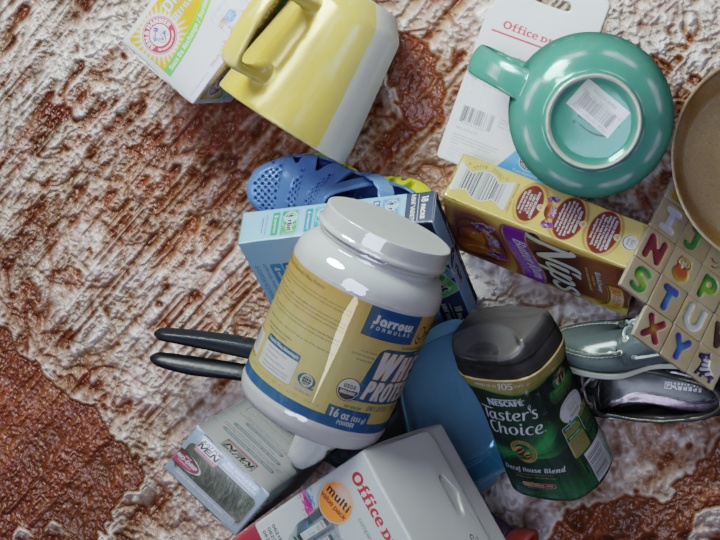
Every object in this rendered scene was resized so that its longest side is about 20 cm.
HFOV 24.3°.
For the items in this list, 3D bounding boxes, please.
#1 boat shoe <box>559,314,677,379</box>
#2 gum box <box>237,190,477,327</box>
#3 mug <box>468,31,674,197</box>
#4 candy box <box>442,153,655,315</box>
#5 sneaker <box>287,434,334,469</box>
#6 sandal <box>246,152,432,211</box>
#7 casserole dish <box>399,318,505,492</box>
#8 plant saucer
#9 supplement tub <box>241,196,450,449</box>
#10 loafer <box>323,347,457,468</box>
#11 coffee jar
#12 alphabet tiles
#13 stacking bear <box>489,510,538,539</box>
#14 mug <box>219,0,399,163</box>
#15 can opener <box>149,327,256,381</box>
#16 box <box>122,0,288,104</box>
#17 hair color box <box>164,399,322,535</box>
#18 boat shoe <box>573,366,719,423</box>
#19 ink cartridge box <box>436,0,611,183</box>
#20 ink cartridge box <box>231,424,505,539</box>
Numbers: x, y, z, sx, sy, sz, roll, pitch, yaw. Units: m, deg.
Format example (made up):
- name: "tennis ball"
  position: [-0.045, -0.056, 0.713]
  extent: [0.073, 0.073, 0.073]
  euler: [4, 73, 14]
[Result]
- name: "boat shoe"
  position: [0.280, 0.061, 1.629]
  extent: [0.200, 0.073, 0.062]
  euler: [0, 133, 10]
- name: "gum box"
  position: [0.000, 0.000, 1.671]
  extent: [0.200, 0.170, 0.045]
  euler: [-6, 50, 16]
- name: "mug"
  position: [0.198, -0.142, 1.548]
  extent: [0.185, 0.114, 0.152]
  euler: [-7, 100, 6]
- name: "candy box"
  position: [0.181, -0.034, 1.627]
  extent: [0.200, 0.117, 0.057]
  euler: [21, 70, 13]
- name: "sneaker"
  position: [-0.033, 0.100, 1.664]
  extent: [0.099, 0.078, 0.200]
  euler: [28, 94, -3]
- name: "sandal"
  position: [-0.025, -0.075, 1.703]
  extent: [0.200, 0.087, 0.080]
  euler: [7, 100, 17]
- name: "casserole dish"
  position: [0.094, 0.134, 1.675]
  extent: [0.121, 0.039, 0.200]
  euler: [-22, 115, -18]
- name: "plant saucer"
  position: [0.378, -0.101, 1.574]
  extent: [0.200, 0.035, 0.201]
  euler: [1, 87, -14]
- name: "supplement tub"
  position: [-0.012, 0.047, 1.538]
  extent: [0.145, 0.145, 0.200]
  euler: [26, 105, 12]
- name: "loafer"
  position: [0.045, 0.135, 1.726]
  extent: [0.200, 0.073, 0.072]
  euler: [-43, 122, 10]
- name: "coffee jar"
  position: [0.166, 0.126, 1.624]
  extent: [0.104, 0.085, 0.200]
  euler: [2, 128, 42]
- name: "alphabet tiles"
  position: [0.334, 0.003, 1.575]
  extent: [0.166, 0.006, 0.200]
  euler: [35, 71, -15]
- name: "stacking bear"
  position: [0.071, 0.280, 1.709]
  extent: [0.200, 0.121, 0.114]
  euler: [20, 104, 21]
- name: "mug"
  position: [-0.040, -0.208, 1.650]
  extent: [0.149, 0.187, 0.153]
  euler: [33, 96, 3]
- name: "can opener"
  position: [-0.123, 0.094, 1.746]
  extent: [0.200, 0.079, 0.063]
  euler: [16, 83, 10]
- name: "box"
  position: [-0.131, -0.276, 1.697]
  extent: [0.101, 0.112, 0.200]
  euler: [41, 107, 8]
- name: "hair color box"
  position: [-0.111, 0.191, 1.698]
  extent: [0.099, 0.200, 0.061]
  euler: [42, 106, 8]
- name: "boat shoe"
  position: [0.267, 0.116, 1.655]
  extent: [0.200, 0.057, 0.067]
  euler: [3, 99, 16]
- name: "ink cartridge box"
  position: [0.166, -0.187, 1.644]
  extent: [0.116, 0.067, 0.200]
  euler: [22, 102, 11]
- name: "ink cartridge box"
  position: [0.008, 0.263, 1.602]
  extent: [0.200, 0.145, 0.145]
  euler: [-38, 75, 30]
